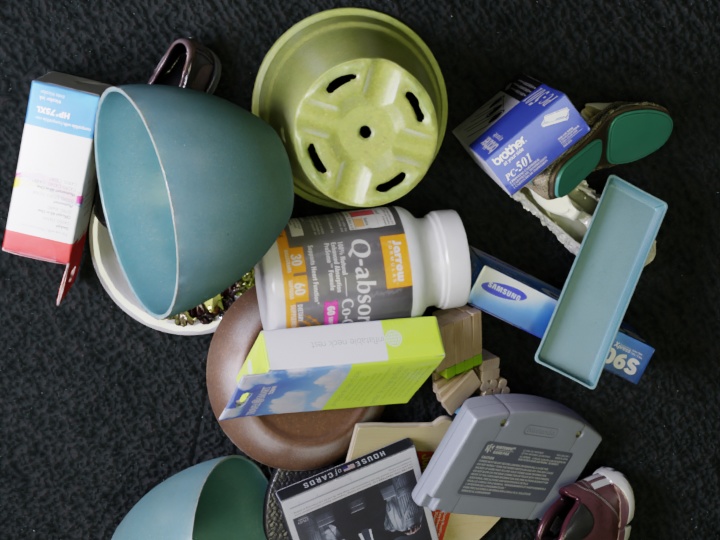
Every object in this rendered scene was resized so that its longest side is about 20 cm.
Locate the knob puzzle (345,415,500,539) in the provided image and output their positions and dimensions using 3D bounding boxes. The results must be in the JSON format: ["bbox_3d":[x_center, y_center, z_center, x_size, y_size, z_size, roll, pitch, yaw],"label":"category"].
[{"bbox_3d":[0.066,0.237,1.455,0.217,0.031,0.222,-8,118,-15],"label":"knob puzzle"}]

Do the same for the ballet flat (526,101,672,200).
[{"bbox_3d":[0.224,-0.130,1.358,0.199,0.075,0.069,-27,135,-35],"label":"ballet flat"}]

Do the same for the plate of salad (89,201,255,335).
[{"bbox_3d":[-0.172,-0.031,1.370,0.197,0.048,0.203,-1,103,-6],"label":"plate of salad"}]

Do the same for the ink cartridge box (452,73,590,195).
[{"bbox_3d":[0.147,-0.132,1.296,0.094,0.200,0.044,-39,103,5],"label":"ink cartridge box"}]

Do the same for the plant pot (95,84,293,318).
[{"bbox_3d":[-0.138,-0.071,1.213,0.133,0.200,0.203,-14,105,-25],"label":"plant pot"}]

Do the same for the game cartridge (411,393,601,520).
[{"bbox_3d":[0.155,0.190,1.403,0.198,0.041,0.134,14,109,-41],"label":"game cartridge"}]

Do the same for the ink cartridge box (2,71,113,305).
[{"bbox_3d":[-0.290,-0.081,1.311,0.066,0.116,0.203,12,101,-6],"label":"ink cartridge box"}]

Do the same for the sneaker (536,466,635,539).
[{"bbox_3d":[0.229,0.314,1.454,0.114,0.075,0.203,-6,95,-34],"label":"sneaker"}]

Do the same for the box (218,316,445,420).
[{"bbox_3d":[-0.032,0.095,1.311,0.197,0.122,0.048,-4,65,-19],"label":"box"}]

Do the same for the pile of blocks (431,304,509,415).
[{"bbox_3d":[0.104,0.113,1.400,0.082,0.062,0.201,-41,126,-16],"label":"pile of blocks"}]

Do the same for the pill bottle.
[{"bbox_3d":[0.000,0.000,1.323,0.197,0.116,0.118,-8,104,-10],"label":"pill bottle"}]

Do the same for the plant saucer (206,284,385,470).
[{"bbox_3d":[-0.055,0.103,1.386,0.198,0.037,0.204,0,91,-18],"label":"plant saucer"}]

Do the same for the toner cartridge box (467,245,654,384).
[{"bbox_3d":[0.194,0.044,1.396,0.198,0.095,0.044,26,99,-11],"label":"toner cartridge box"}]

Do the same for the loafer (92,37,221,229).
[{"bbox_3d":[-0.206,-0.134,1.318,0.071,0.063,0.202,29,89,18],"label":"loafer"}]

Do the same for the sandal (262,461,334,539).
[{"bbox_3d":[-0.062,0.189,1.430,0.074,0.045,0.203,10,84,-24],"label":"sandal"}]

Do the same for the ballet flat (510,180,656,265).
[{"bbox_3d":[0.220,-0.053,1.392,0.199,0.072,0.072,32,98,-12],"label":"ballet flat"}]

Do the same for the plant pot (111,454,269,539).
[{"bbox_3d":[-0.175,0.295,1.386,0.133,0.200,0.203,-10,105,23],"label":"plant pot"}]

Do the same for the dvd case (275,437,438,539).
[{"bbox_3d":[0.006,0.282,1.423,0.149,0.025,0.202,-21,120,-10],"label":"dvd case"}]

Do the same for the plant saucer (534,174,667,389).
[{"bbox_3d":[0.234,0.011,1.348,0.069,0.019,0.202,26,81,-10],"label":"plant saucer"}]

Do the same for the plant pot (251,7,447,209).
[{"bbox_3d":[-0.002,-0.140,1.290,0.197,0.184,0.203,-1,104,-5],"label":"plant pot"}]
